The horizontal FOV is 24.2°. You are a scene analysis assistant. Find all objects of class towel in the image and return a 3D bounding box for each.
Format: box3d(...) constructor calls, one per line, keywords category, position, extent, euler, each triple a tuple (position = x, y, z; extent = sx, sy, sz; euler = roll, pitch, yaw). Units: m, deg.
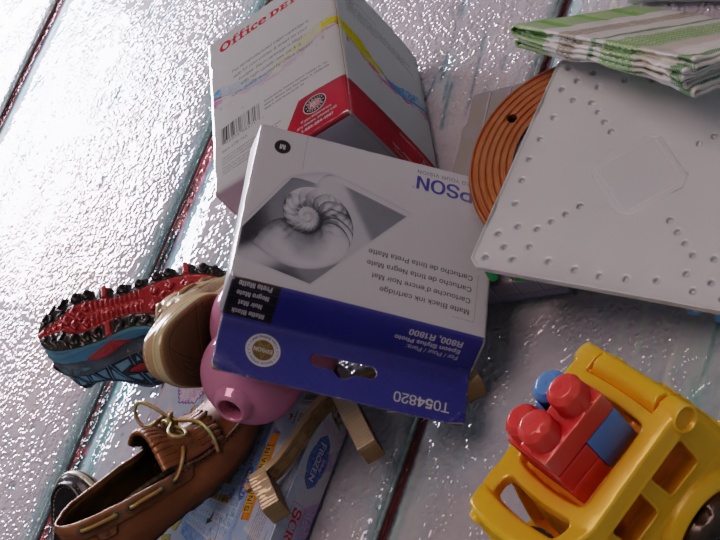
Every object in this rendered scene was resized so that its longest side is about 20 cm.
box3d(category="towel", position=(0.229, -0.169, 1.268), extent=(0.199, 0.148, 0.031), euler=(23, 119, 52))

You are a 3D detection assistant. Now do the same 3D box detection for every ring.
box3d(category="ring", position=(0.180, -0.081, 1.270), extent=(0.198, 0.019, 0.202), euler=(-8, 54, 12))

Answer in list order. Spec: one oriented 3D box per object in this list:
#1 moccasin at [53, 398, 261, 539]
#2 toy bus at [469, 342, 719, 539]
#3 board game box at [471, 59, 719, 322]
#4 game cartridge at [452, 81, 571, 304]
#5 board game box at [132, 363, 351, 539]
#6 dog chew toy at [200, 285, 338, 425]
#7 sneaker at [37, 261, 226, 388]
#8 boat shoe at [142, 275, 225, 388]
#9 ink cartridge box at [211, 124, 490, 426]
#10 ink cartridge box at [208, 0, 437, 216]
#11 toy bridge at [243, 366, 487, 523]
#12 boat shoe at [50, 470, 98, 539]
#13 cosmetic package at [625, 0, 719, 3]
box3d(category="moccasin", position=(-0.155, 0.148, 1.308), extent=(0.201, 0.078, 0.073), euler=(-39, 31, -15))
box3d(category="toy bus", position=(0.136, 0.148, 1.031), extent=(0.201, 0.192, 0.135), euler=(-52, 40, -3))
box3d(category="board game box", position=(0.204, -0.062, 1.214), extent=(0.198, 0.026, 0.201), euler=(10, 60, 29))
box3d(category="game cartridge", position=(0.126, -0.065, 1.339), extent=(0.129, 0.038, 0.202), euler=(-13, 51, 41))
box3d(category="board game box", position=(-0.111, 0.169, 1.364), extent=(0.198, 0.041, 0.202), euler=(1, 59, 43))
box3d(category="dog chew toy", position=(-0.060, 0.039, 1.297), extent=(0.123, 0.125, 0.201), euler=(-12, 34, 36))
box3d(category="sneaker", position=(-0.180, 0.056, 1.494), extent=(0.197, 0.096, 0.080), euler=(-8, 49, 5))
box3d(category="boat shoe", position=(-0.132, 0.048, 1.350), extent=(0.064, 0.072, 0.200), euler=(-4, 11, 20))
box3d(category="ink cartridge box", position=(0.000, 0.000, 1.245), extent=(0.041, 0.197, 0.202), euler=(115, 165, -56))
box3d(category="ink cartridge box", position=(-0.033, -0.128, 1.450), extent=(0.144, 0.144, 0.202), euler=(-30, 43, 22))
box3d(category="toy bridge", position=(-0.004, 0.115, 1.276), extent=(0.199, 0.027, 0.068), euler=(-31, 51, 2))
box3d(category="boat shoe", position=(-0.223, 0.255, 1.332), extent=(0.074, 0.062, 0.202), euler=(-27, 64, 38))
box3d(category="cosmetic package", position=(0.255, -0.335, 1.303), extent=(0.166, 0.200, 0.168), euler=(8, 64, 46))
